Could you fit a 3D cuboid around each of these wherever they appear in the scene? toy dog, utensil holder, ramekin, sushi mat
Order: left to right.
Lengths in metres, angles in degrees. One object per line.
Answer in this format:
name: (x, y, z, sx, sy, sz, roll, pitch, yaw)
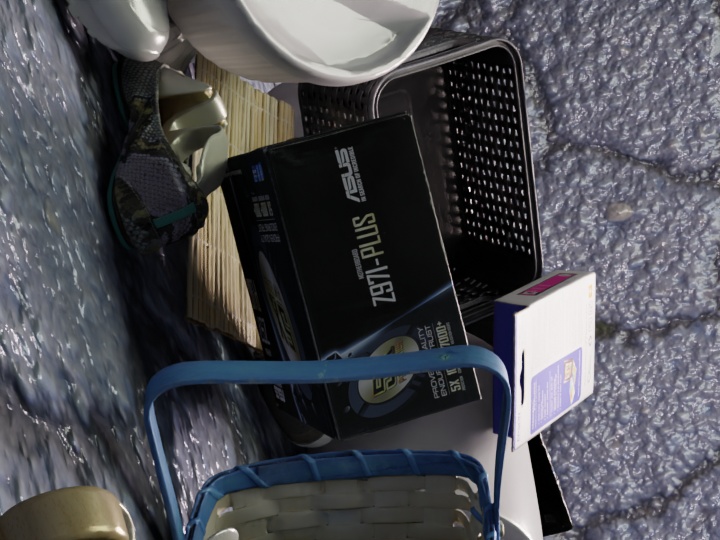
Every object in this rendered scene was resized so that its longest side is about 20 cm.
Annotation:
toy dog: (-0.069, 0.143, 0.720, 0.200, 0.096, 0.132, 29, 43, -80)
sushi mat: (-0.077, -0.042, 1.194, 0.096, 0.012, 0.200, 26, 53, -41)
ramekin: (-0.047, -0.211, 1.163, 0.202, 0.094, 0.203, 8, 79, -42)
utensil holder: (0.045, 0.160, 1.301, 0.200, 0.170, 0.170, -95, 165, -58)

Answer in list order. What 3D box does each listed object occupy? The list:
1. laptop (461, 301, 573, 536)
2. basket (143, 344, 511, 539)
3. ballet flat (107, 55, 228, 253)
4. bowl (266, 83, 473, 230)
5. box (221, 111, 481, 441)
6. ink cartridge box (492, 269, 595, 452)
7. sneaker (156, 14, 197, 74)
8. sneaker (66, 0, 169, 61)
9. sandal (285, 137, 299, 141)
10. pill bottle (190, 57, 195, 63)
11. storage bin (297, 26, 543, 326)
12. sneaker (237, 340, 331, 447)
laptop: (0.069, 0.122, 1.476, 0.200, 0.177, 0.103, 70, 22, -7)
basket: (-0.014, 0.129, 0.913, 0.139, 0.176, 0.200, -92, 180, -57)
ballet flat: (-0.112, -0.079, 1.098, 0.200, 0.072, 0.072, -99, 168, -56)
bowl: (-0.019, -0.048, 1.434, 0.090, 0.201, 0.201, -55, 135, -39)
box: (-0.014, 0.001, 1.063, 0.200, 0.086, 0.164, -172, -113, -78)
ink cartridge box: (0.126, 0.060, 1.287, 0.200, 0.037, 0.095, -22, 113, -68)
sneaker: (-0.107, -0.209, 1.238, 0.200, 0.075, 0.081, -58, 155, -29)
sneaker: (-0.148, -0.223, 1.090, 0.076, 0.080, 0.200, 8, 60, -68)
sandal: (0.000, 0.000, 1.230, 0.200, 0.054, 0.080, 67, 20, -5)
pill bottle: (-0.119, -0.260, 1.329, 0.116, 0.116, 0.200, -74, 145, -78)
storage bin: (0.045, -0.065, 1.316, 0.094, 0.135, 0.200, 20, -56, 51)
sneaker: (-0.071, 0.027, 1.234, 0.082, 0.077, 0.200, -6, 75, -56)
